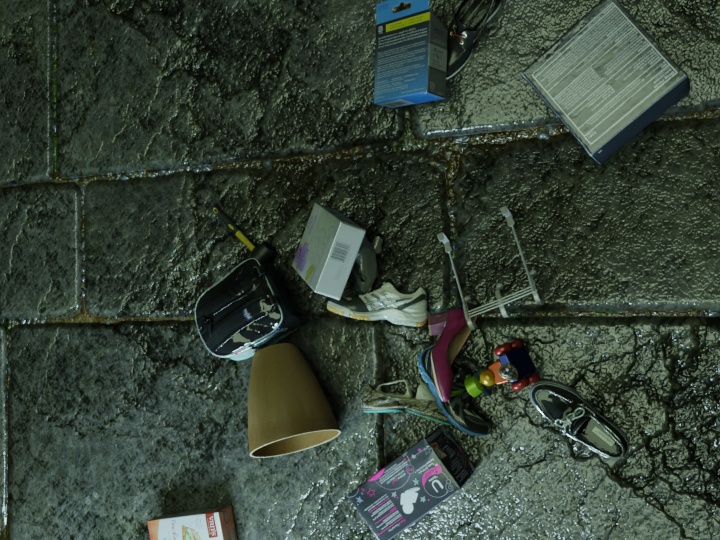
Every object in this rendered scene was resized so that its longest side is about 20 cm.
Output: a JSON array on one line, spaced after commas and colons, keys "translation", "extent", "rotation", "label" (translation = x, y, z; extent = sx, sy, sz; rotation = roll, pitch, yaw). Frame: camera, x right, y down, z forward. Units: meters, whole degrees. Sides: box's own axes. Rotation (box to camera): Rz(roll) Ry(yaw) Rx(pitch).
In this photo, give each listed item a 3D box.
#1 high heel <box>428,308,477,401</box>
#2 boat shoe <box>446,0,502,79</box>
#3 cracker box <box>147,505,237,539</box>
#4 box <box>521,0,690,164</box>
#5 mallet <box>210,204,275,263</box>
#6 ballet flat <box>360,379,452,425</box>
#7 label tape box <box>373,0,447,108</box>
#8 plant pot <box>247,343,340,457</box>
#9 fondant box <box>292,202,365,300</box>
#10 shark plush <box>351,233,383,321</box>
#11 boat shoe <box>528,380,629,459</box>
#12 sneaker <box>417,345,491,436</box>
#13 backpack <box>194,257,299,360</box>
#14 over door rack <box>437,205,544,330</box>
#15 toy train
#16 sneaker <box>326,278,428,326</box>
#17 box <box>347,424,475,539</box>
[{"translation": [0.178, 0.151, 1.442], "extent": [0.096, 0.068, 0.201], "rotation": [-6, 51, 6], "label": "high heel"}, {"translation": [0.197, -0.465, 1.502], "extent": [0.074, 0.063, 0.202], "rotation": [39, 105, 17], "label": "boat shoe"}, {"translation": [-0.369, 0.604, 1.724], "extent": [0.199, 0.058, 0.134], "rotation": [-15, 83, 22], "label": "cracker box"}, {"translation": [0.428, -0.328, 1.360], "extent": [0.200, 0.123, 0.199], "rotation": [-40, 72, 20], "label": "box"}, {"translation": [-0.271, -0.070, 1.715], "extent": [0.200, 0.041, 0.066], "rotation": [37, 100, 25], "label": "mallet"}, {"translation": [0.092, 0.253, 1.529], "extent": [0.199, 0.068, 0.076], "rotation": [4, 80, 27], "label": "ballet flat"}, {"translation": [0.098, -0.429, 1.519], "extent": [0.144, 0.063, 0.201], "rotation": [1, 89, 45], "label": "label tape box"}, {"translation": [-0.153, 0.257, 1.585], "extent": [0.186, 0.186, 0.201], "rotation": [-23, 69, 22], "label": "plant pot"}, {"translation": [-0.067, -0.042, 1.543], "extent": [0.058, 0.200, 0.145], "rotation": [18, 99, -21], "label": "fondant box"}, {"translation": [0.000, 0.000, 1.595], "extent": [0.083, 0.091, 0.201], "rotation": [3, 111, 43], "label": "shark plush"}, {"translation": [0.385, 0.269, 1.392], "extent": [0.199, 0.068, 0.074], "rotation": [41, 104, 20], "label": "boat shoe"}, {"translation": [0.185, 0.226, 1.481], "extent": [0.083, 0.071, 0.200], "rotation": [-41, 70, 24], "label": "sneaker"}, {"translation": [-0.239, 0.090, 1.630], "extent": [0.200, 0.151, 0.178], "rotation": [-32, 69, 11], "label": "backpack"}, {"translation": [0.247, -0.001, 1.467], "extent": [0.147, 0.067, 0.201], "rotation": [-23, 66, 18], "label": "over door rack"}, {"translation": [0.235, 0.190, 1.392], "extent": [0.116, 0.200, 0.085], "rotation": [-31, 77, 25], "label": "toy train"}, {"translation": [0.035, 0.058, 1.540], "extent": [0.199, 0.076, 0.088], "rotation": [6, 89, 0], "label": "sneaker"}, {"translation": [0.101, 0.405, 1.481], "extent": [0.200, 0.132, 0.115], "rotation": [-40, 77, 18], "label": "box"}]
